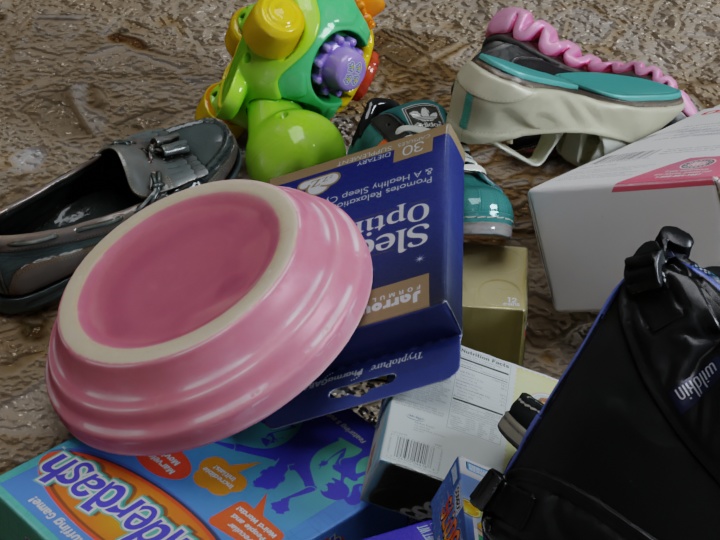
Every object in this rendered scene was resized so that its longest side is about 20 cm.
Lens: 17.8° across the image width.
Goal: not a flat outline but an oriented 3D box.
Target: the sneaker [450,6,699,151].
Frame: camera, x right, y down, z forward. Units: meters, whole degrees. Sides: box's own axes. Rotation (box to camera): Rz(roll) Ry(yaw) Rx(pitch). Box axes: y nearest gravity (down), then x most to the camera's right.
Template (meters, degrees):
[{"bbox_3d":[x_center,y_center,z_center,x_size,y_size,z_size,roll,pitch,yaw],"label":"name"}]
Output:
[{"bbox_3d":[0.147,-0.106,1.591,0.200,0.079,0.095,27,60,34],"label":"sneaker"}]

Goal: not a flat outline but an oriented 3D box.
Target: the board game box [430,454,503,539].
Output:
[{"bbox_3d":[0.133,0.176,1.150,0.199,0.035,0.136,23,25,-13],"label":"board game box"}]

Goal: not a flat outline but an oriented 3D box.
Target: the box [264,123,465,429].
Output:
[{"bbox_3d":[0.000,0.000,1.322,0.121,0.032,0.200,-17,38,16],"label":"box"}]

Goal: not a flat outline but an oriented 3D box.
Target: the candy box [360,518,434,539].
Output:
[{"bbox_3d":[-0.013,0.222,1.126,0.199,0.077,0.169,-15,41,-20],"label":"candy box"}]

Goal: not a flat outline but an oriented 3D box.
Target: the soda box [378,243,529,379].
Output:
[{"bbox_3d":[0.002,0.022,1.405,0.199,0.064,0.068,4,37,3],"label":"soda box"}]

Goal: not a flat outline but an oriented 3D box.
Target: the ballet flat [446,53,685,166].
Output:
[{"bbox_3d":[0.130,-0.098,1.471,0.199,0.070,0.069,4,28,-43],"label":"ballet flat"}]

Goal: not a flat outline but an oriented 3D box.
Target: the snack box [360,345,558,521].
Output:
[{"bbox_3d":[0.106,0.110,1.273,0.199,0.037,0.116,19,38,-4],"label":"snack box"}]

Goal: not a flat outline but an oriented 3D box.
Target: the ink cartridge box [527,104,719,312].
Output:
[{"bbox_3d":[0.224,-0.044,1.421,0.146,0.083,0.200,-3,15,44],"label":"ink cartridge box"}]

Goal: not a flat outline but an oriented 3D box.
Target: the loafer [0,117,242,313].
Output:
[{"bbox_3d":[-0.159,-0.046,1.461,0.200,0.063,0.072,-35,51,-24],"label":"loafer"}]

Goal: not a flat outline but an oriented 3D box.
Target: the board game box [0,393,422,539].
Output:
[{"bbox_3d":[-0.084,0.129,1.272,0.200,0.045,0.152,-28,46,-33],"label":"board game box"}]

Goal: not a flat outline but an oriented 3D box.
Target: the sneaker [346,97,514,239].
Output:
[{"bbox_3d":[0.038,-0.066,1.449,0.071,0.080,0.200,2,10,-25],"label":"sneaker"}]

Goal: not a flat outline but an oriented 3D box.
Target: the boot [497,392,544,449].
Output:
[{"bbox_3d":[0.188,0.068,1.191,0.203,0.154,0.073,26,3,19],"label":"boot"}]

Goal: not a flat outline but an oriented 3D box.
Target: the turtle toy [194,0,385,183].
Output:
[{"bbox_3d":[-0.044,-0.134,1.565,0.101,0.146,0.201,23,55,-10],"label":"turtle toy"}]

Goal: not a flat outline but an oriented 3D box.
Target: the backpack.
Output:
[{"bbox_3d":[0.186,0.111,1.066,0.200,0.183,0.147,40,16,28],"label":"backpack"}]

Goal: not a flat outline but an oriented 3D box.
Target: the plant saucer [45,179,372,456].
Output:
[{"bbox_3d":[-0.093,0.016,1.292,0.200,0.051,0.201,-18,36,14],"label":"plant saucer"}]
